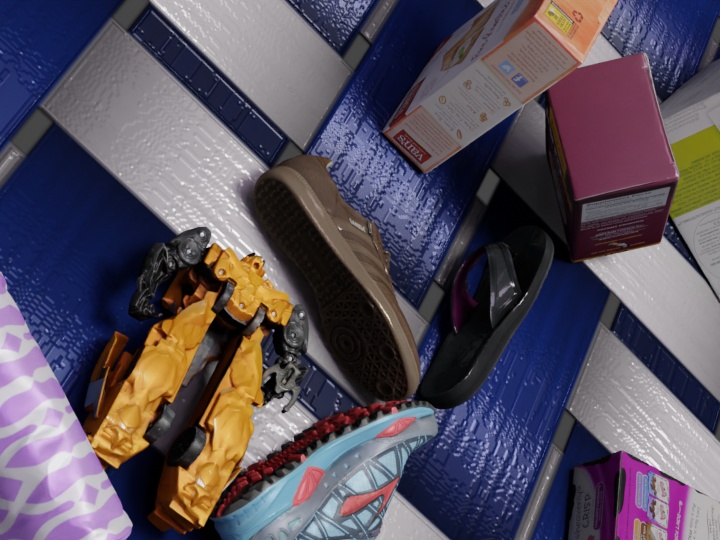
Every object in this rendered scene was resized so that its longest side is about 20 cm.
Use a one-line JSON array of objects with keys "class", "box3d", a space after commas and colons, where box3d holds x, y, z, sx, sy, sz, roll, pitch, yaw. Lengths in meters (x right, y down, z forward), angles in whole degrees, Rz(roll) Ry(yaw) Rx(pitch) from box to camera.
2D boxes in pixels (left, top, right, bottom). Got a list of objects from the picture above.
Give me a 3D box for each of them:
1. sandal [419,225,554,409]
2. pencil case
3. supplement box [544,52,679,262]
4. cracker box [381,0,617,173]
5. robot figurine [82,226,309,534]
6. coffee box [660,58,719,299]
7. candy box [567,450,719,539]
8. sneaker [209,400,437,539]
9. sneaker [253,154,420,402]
[{"class": "sandal", "box3d": [0.099, 0.023, 1.235, 0.048, 0.075, 0.200, 48, 48, -20]}, {"class": "pencil case", "box3d": [-0.214, 0.098, 0.931, 0.085, 0.084, 0.200, -27, 88, -12]}, {"class": "supplement box", "box3d": [0.207, -0.089, 1.298, 0.200, 0.086, 0.110, 63, 15, -74]}, {"class": "cracker box", "box3d": [0.117, -0.176, 1.252, 0.058, 0.200, 0.134, 42, 49, -12]}, {"class": "robot figurine", "box3d": [-0.113, 0.067, 1.043, 0.145, 0.058, 0.200, 41, 50, -21]}, {"class": "coffee box", "box3d": [0.418, -0.118, 1.491, 0.200, 0.200, 0.198, -39, 99, -44]}, {"class": "candy box", "box3d": [0.260, 0.252, 1.285, 0.200, 0.061, 0.136, 29, 54, -28]}, {"class": "sneaker", "box3d": [-0.018, 0.159, 1.086, 0.200, 0.079, 0.096, -27, 100, -36]}, {"class": "sneaker", "box3d": [0.000, 0.000, 1.164, 0.076, 0.070, 0.200, -33, 95, -45]}]
